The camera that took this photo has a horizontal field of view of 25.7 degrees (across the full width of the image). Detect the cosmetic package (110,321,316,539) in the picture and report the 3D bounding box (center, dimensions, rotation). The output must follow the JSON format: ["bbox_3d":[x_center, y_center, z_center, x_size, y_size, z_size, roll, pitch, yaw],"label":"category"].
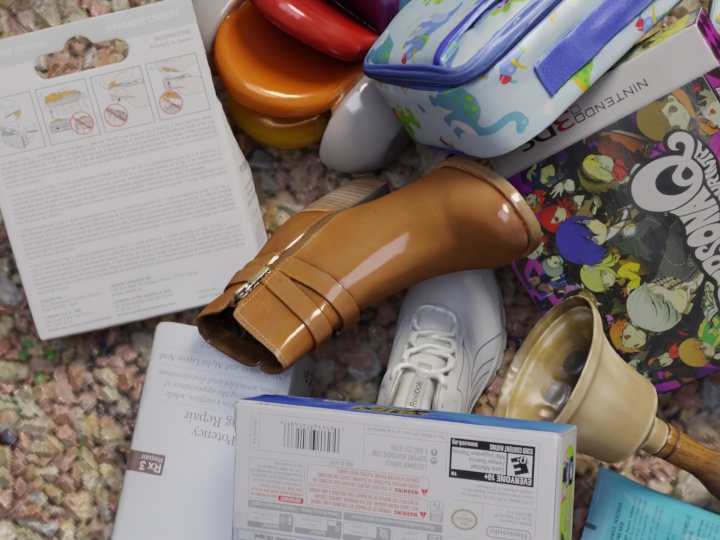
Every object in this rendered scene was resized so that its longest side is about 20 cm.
[{"bbox_3d":[-0.097,0.143,1.011,0.101,0.074,0.202,7,76,10],"label":"cosmetic package"}]

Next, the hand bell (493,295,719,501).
[{"bbox_3d":[0.189,0.108,0.961,0.199,0.104,0.105,30,80,-16],"label":"hand bell"}]

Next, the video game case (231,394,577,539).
[{"bbox_3d":[0.021,0.171,0.906,0.198,0.045,0.183,4,93,23],"label":"video game case"}]

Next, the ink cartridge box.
[{"bbox_3d":[-0.157,-0.066,1.035,0.161,0.057,0.202,-12,103,5],"label":"ink cartridge box"}]

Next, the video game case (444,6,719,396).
[{"bbox_3d":[0.176,-0.028,0.952,0.180,0.036,0.201,-26,104,31],"label":"video game case"}]

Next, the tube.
[{"bbox_3d":[0.232,0.187,0.973,0.198,0.050,0.078,15,81,15],"label":"tube"}]

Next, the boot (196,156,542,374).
[{"bbox_3d":[0.000,0.000,0.951,0.199,0.077,0.155,10,42,48],"label":"boot"}]

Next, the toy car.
[{"bbox_3d":[-0.019,-0.179,1.038,0.174,0.150,0.201,36,83,14],"label":"toy car"}]

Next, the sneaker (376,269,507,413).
[{"bbox_3d":[0.047,0.070,1.002,0.074,0.087,0.202,9,77,11],"label":"sneaker"}]

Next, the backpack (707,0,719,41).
[{"bbox_3d":[0.295,-0.160,0.968,0.152,0.200,0.177,2,66,29],"label":"backpack"}]

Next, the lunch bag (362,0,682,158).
[{"bbox_3d":[0.108,-0.159,0.947,0.200,0.161,0.083,-43,114,-10],"label":"lunch bag"}]
